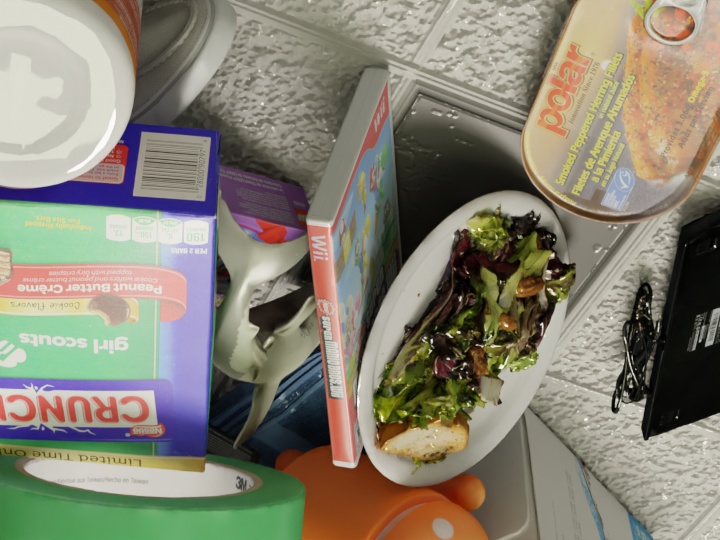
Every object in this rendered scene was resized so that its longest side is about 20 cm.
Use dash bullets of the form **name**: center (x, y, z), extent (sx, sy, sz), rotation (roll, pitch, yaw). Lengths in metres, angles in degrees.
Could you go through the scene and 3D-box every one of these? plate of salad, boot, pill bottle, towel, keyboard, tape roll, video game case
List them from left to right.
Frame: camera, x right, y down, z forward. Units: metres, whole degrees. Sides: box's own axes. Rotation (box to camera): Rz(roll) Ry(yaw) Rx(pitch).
- **pill bottle**: center (-0.167, -0.138, 0.979), extent (0.111, 0.201, 0.113), rotation (-2, 124, -3)
- **boot**: center (-0.171, -0.114, 1.096), extent (0.199, 0.074, 0.095), rotation (-31, 134, 27)
- **tape roll**: center (-0.133, 0.143, 1.128), extent (0.198, 0.200, 0.049), rotation (5, 94, -6)
- **towel**: center (-0.031, 0.107, 1.332), extent (0.199, 0.049, 0.111), rotation (-36, 126, 28)
- **video game case**: center (0.000, 0.000, 1.160), extent (0.017, 0.144, 0.201), rotation (6, 133, 13)
- **plate of salad**: center (0.075, 0.048, 1.203), extent (0.199, 0.048, 0.202), rotation (-25, 127, -38)
- **keyboard**: center (0.217, 0.030, 1.285), extent (0.103, 0.040, 0.201), rotation (-16, 136, -19)

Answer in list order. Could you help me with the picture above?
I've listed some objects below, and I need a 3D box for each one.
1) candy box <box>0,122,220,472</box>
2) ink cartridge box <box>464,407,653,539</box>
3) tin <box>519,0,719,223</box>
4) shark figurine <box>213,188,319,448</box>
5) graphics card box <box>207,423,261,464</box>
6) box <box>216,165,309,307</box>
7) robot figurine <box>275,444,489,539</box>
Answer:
- **candy box**: center (-0.163, 0.015, 1.051), extent (0.167, 0.078, 0.201), rotation (4, 135, -3)
- **ink cartridge box**: center (0.114, 0.227, 1.383), extent (0.146, 0.147, 0.200), rotation (-26, 130, 23)
- **tin**: center (0.162, -0.109, 1.117), extent (0.111, 0.042, 0.201), rotation (16, 137, -4)
- **shark figurine**: center (-0.082, 0.026, 1.161), extent (0.089, 0.129, 0.215), rotation (32, 172, 15)
- **graphics card box**: center (-0.163, 0.181, 1.254), extent (0.125, 0.201, 0.051), rotation (29, 161, -14)
- **box**: center (-0.138, -0.017, 1.160), extent (0.136, 0.039, 0.199), rotation (-35, 152, 28)
- **robot figurine**: center (0.008, 0.187, 1.256), extent (0.143, 0.199, 0.118), rotation (-1, 108, -47)
